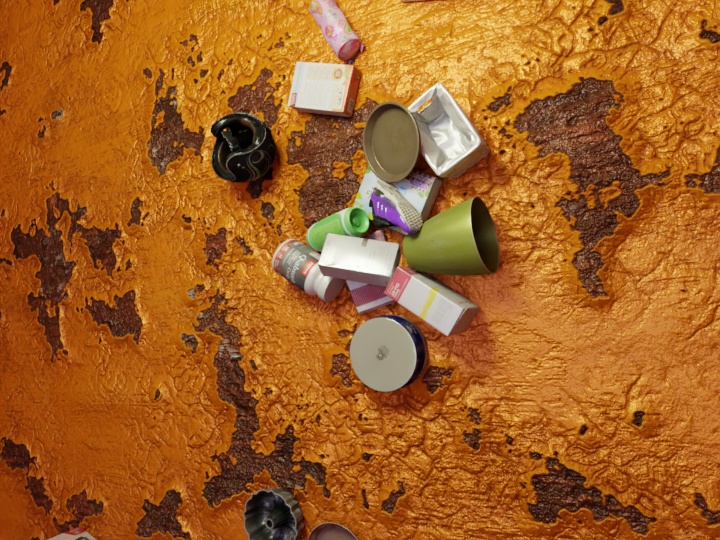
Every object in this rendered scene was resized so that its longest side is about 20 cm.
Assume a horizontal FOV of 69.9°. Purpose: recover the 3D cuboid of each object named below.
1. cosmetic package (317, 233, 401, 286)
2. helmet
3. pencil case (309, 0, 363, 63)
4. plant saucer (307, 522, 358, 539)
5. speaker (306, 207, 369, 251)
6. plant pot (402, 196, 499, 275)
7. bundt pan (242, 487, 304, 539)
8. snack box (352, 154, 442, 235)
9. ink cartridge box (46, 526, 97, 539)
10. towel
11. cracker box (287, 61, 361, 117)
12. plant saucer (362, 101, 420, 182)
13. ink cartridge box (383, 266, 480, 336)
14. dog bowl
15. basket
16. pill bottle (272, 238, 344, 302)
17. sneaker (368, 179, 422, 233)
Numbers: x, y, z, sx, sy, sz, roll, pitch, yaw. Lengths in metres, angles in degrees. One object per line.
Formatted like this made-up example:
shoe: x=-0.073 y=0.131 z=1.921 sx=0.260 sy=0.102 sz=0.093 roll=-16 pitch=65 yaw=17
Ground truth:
cosmetic package: x=-0.001 y=-0.027 z=1.349 sx=0.200 sy=0.074 sz=0.102 roll=9 pitch=65 yaw=14
helmet: x=-0.357 y=-0.362 z=1.563 sx=0.200 sy=0.191 sz=0.200 roll=2 pitch=69 yaw=-6
pencil case: x=-0.071 y=-0.699 z=1.480 sx=0.087 sy=0.087 sz=0.200 roll=-36 pitch=74 yaw=23
plant saucer: x=-0.064 y=0.818 z=1.477 sx=0.200 sy=0.034 sz=0.201 roll=0 pitch=90 yaw=28
speaker: x=-0.067 y=-0.112 z=1.433 sx=0.200 sy=0.088 sz=0.089 roll=-18 pitch=80 yaw=48
plant pot: x=0.212 y=-0.063 z=1.265 sx=0.200 sy=0.187 sz=0.187 roll=-14 pitch=83 yaw=30
bundt pan: x=-0.252 y=0.748 z=1.553 sx=0.202 sy=0.076 sz=0.202 roll=0 pitch=90 yaw=28
snack box: x=0.096 y=-0.200 z=1.390 sx=0.200 sy=0.068 sz=0.169 roll=28 pitch=102 yaw=27
ink cartridge box: x=-1.068 y=1.071 z=1.939 sx=0.200 sy=0.145 sz=0.084 roll=15 pitch=94 yaw=27
towel: x=0.027 y=0.005 z=1.422 sx=0.144 sy=0.023 sz=0.200 roll=-20 pitch=86 yaw=7
cracker box: x=-0.107 y=-0.530 z=1.508 sx=0.200 sy=0.058 sz=0.134 roll=16 pitch=96 yaw=26
plant saucer: x=0.082 y=-0.325 z=1.310 sx=0.200 sy=0.029 sz=0.200 roll=19 pitch=116 yaw=45
ink cartridge box: x=0.181 y=0.074 z=1.296 sx=0.200 sy=0.145 sz=0.083 roll=34 pitch=104 yaw=25
dog bowl: x=0.074 y=0.221 z=1.388 sx=0.200 sy=0.079 sz=0.200 roll=-1 pitch=89 yaw=28
basket: x=0.216 y=-0.341 z=1.298 sx=0.136 sy=0.123 sz=0.200 roll=-36 pitch=72 yaw=23
pill bottle: x=-0.148 y=0.001 z=1.489 sx=0.200 sy=0.116 sz=0.116 roll=31 pitch=103 yaw=25
sneaker: x=0.080 y=-0.137 z=1.309 sx=0.100 sy=0.070 sz=0.200 roll=-58 pitch=43 yaw=26
